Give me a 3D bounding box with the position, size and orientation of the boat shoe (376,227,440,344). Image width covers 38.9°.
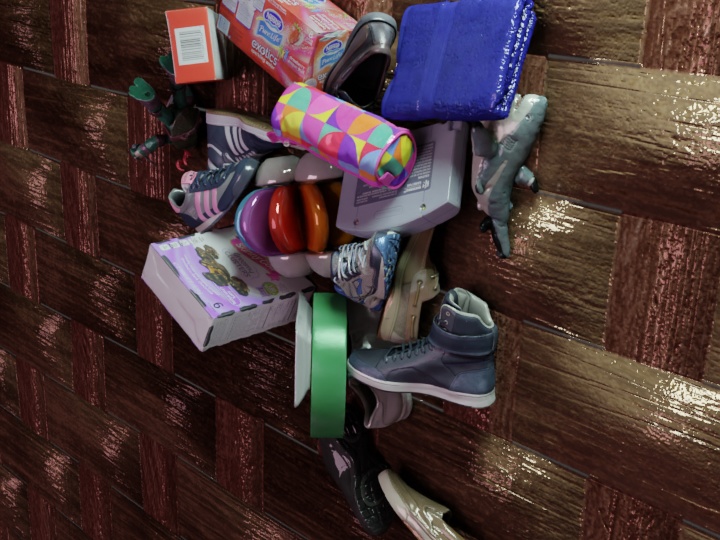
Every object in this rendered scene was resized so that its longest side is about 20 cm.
[{"bbox_3d":[0.075,0.011,1.347,0.064,0.072,0.201,16,116,1],"label":"boat shoe"}]

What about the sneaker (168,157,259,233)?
[{"bbox_3d":[-0.223,-0.123,1.510,0.082,0.070,0.200,38,139,-14],"label":"sneaker"}]

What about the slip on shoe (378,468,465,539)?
[{"bbox_3d":[0.100,0.350,1.423,0.061,0.076,0.200,-40,57,3],"label":"slip on shoe"}]

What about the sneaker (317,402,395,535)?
[{"bbox_3d":[-0.009,0.299,1.519,0.091,0.075,0.201,-44,63,54],"label":"sneaker"}]

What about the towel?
[{"bbox_3d":[0.115,-0.245,1.200,0.199,0.049,0.149,11,87,51],"label":"towel"}]

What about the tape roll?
[{"bbox_3d":[-0.045,0.132,1.422,0.200,0.048,0.202,-178,90,-88],"label":"tape roll"}]

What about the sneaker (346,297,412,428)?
[{"bbox_3d":[0.011,0.121,1.422,0.075,0.088,0.202,-18,89,48],"label":"sneaker"}]

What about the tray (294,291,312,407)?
[{"bbox_3d":[-0.078,0.105,1.404,0.200,0.022,0.108,-98,10,-76],"label":"tray"}]

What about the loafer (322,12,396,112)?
[{"bbox_3d":[-0.004,-0.240,1.312,0.200,0.071,0.063,118,155,-52],"label":"loafer"}]

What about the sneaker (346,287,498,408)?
[{"bbox_3d":[0.080,0.087,1.315,0.201,0.077,0.147,8,116,15],"label":"sneaker"}]

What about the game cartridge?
[{"bbox_3d":[0.052,-0.109,1.303,0.199,0.041,0.134,-9,62,45],"label":"game cartridge"}]

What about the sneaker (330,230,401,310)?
[{"bbox_3d":[0.000,0.000,1.319,0.200,0.085,0.078,107,178,-68],"label":"sneaker"}]

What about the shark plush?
[{"bbox_3d":[0.173,-0.108,1.206,0.083,0.091,0.202,5,102,12],"label":"shark plush"}]

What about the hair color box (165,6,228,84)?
[{"bbox_3d":[-0.233,-0.323,1.476,0.200,0.061,0.102,-99,3,-80],"label":"hair color box"}]

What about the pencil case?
[{"bbox_3d":[-0.024,-0.168,1.288,0.199,0.088,0.089,27,120,34],"label":"pencil case"}]

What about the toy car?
[{"bbox_3d":[-0.097,-0.072,1.429,0.199,0.149,0.177,0,102,46],"label":"toy car"}]

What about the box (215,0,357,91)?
[{"bbox_3d":[-0.098,-0.331,1.392,0.200,0.095,0.100,43,130,29],"label":"box"}]

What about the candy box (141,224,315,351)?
[{"bbox_3d":[-0.196,0.017,1.521,0.168,0.199,0.072,45,130,26],"label":"candy box"}]

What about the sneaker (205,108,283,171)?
[{"bbox_3d":[-0.168,-0.178,1.528,0.199,0.070,0.109,22,112,48],"label":"sneaker"}]

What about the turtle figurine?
[{"bbox_3d":[-0.299,-0.245,1.619,0.100,0.150,0.200,20,155,12],"label":"turtle figurine"}]
